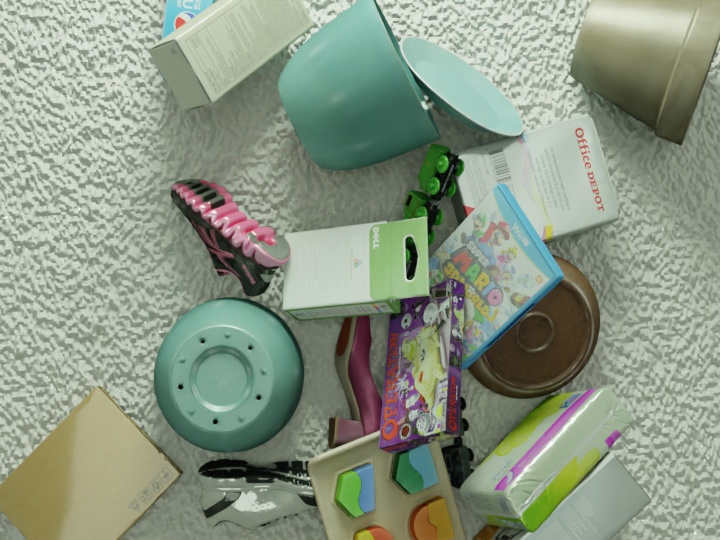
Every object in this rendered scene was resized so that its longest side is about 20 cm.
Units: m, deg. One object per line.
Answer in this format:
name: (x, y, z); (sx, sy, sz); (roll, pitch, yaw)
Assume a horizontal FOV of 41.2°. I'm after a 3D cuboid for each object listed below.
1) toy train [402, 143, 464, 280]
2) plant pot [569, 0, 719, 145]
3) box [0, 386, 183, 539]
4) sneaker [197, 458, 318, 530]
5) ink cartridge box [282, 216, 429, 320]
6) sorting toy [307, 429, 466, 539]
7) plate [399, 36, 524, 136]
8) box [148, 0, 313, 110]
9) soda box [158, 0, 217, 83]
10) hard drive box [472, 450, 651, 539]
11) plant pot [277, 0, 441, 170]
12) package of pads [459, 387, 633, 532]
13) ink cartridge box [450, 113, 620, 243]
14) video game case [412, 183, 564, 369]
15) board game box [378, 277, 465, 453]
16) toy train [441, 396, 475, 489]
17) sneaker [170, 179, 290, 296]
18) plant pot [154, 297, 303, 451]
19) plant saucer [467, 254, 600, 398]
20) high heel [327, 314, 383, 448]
toy train: (0.078, -0.070, 1.253); (0.041, 0.056, 0.203); (5, 117, -37)
plant pot: (0.376, -0.289, 1.262); (0.171, 0.200, 0.203); (21, 85, 15)
box: (-0.358, 0.279, 1.254); (0.164, 0.021, 0.200); (45, 85, 1)
sneaker: (-0.113, 0.295, 1.249); (0.196, 0.074, 0.082); (3, 102, 1)
ink cartridge box: (0.000, 0.000, 1.229); (0.196, 0.059, 0.106); (-6, 70, 19)
sorting toy: (0.040, 0.305, 1.226); (0.182, 0.036, 0.204); (-17, 96, -22)
plate: (0.128, -0.233, 1.249); (0.199, 0.200, 0.026); (37, 119, 0)
box: (-0.163, -0.299, 1.229); (0.200, 0.077, 0.096); (-43, 117, -30)
soda box: (-0.225, -0.353, 1.286); (0.063, 0.068, 0.204); (7, 85, -2)
hard drive box: (0.249, 0.317, 1.213); (0.199, 0.156, 0.077); (-40, 89, -6)
plant pot: (-0.010, -0.223, 1.229); (0.159, 0.200, 0.203); (-27, 87, 10)
package of pads: (0.228, 0.235, 1.206); (0.199, 0.154, 0.069); (-40, 92, -20)
ink cartridge box: (0.225, -0.105, 1.280); (0.196, 0.083, 0.148); (-16, 86, -3)
video game case: (0.153, 0.011, 1.214); (0.018, 0.200, 0.145); (-4, 55, -44)
board game box: (0.078, 0.120, 1.209); (0.032, 0.119, 0.203); (23, 57, -30)
toy train: (0.118, 0.189, 1.273); (0.034, 0.045, 0.204); (-7, 88, -41)
sneaker: (-0.183, -0.041, 1.256); (0.199, 0.079, 0.096); (40, 123, 22)
plant pot: (-0.169, 0.132, 1.203); (0.196, 0.161, 0.205); (0, 85, -4)
plant saucer: (0.225, 0.078, 1.261); (0.196, 0.035, 0.204); (-1, 104, -5)
high heel: (0.014, 0.142, 1.271); (0.094, 0.067, 0.204); (9, 87, -18)
